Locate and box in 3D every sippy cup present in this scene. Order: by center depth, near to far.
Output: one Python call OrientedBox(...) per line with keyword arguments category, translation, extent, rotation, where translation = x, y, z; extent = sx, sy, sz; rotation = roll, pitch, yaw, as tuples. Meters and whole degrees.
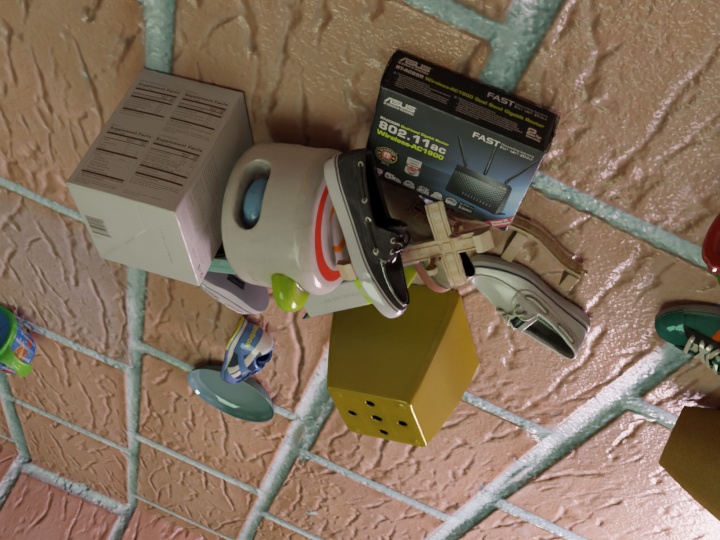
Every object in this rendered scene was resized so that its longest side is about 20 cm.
OrientedBox(category="sippy cup", translation=(-0.796, 0.163, 1.978), extent=(0.137, 0.181, 0.131), rotation=(-16, 151, 6))

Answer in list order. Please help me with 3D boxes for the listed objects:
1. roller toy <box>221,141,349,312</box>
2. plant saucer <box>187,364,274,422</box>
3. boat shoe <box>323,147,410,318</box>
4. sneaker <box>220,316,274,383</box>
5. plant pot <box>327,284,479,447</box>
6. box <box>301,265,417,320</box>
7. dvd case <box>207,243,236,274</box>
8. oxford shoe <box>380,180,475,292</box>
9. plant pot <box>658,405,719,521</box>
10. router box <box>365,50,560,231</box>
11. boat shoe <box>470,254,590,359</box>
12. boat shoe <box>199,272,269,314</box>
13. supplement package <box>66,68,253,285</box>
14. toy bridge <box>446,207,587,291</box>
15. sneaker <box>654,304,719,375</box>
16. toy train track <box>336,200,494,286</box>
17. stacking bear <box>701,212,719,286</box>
OrientedBox(category="roller toy", translation=(-0.089, -0.069, 1.133), extent=(0.137, 0.200, 0.186), rotation=(8, 122, 21))
OrientedBox(category="plant saucer", translation=(-0.265, 0.252, 1.851), extent=(0.196, 0.028, 0.202), rotation=(16, 147, 11))
OrientedBox(category="boat shoe", translation=(0.023, -0.046, 1.030), extent=(0.065, 0.070, 0.204), rotation=(-18, 94, 28))
OrientedBox(category="sneaker", translation=(-0.208, 0.163, 1.645), extent=(0.081, 0.075, 0.201), rotation=(22, 149, -2))
OrientedBox(category="plant pot", translation=(0.053, 0.150, 1.360), extent=(0.196, 0.179, 0.201), rotation=(7, 145, 23))
OrientedBox(category="box", translation=(0.000, 0.000, 1.227), extent=(0.198, 0.122, 0.048), rotation=(-15, 120, 43))
OrientedBox(category="dvd case", translation=(-0.181, -0.031, 1.259), extent=(0.143, 0.199, 0.023), rotation=(6, 104, 26))
OrientedBox(category="oxford shoe", translation=(0.076, -0.064, 1.115), extent=(0.201, 0.071, 0.074), rotation=(49, 149, -15))
OrientedBox(category="plant pot", translation=(0.534, 0.281, 1.262), extent=(0.197, 0.187, 0.188), rotation=(25, 151, 23))
OrientedBox(category="router box", translation=(0.107, -0.143, 1.010), extent=(0.197, 0.063, 0.151), rotation=(22, 147, 4))
OrientedBox(category="boat shoe", translation=(0.226, 0.050, 1.208), extent=(0.197, 0.068, 0.074), rotation=(28, 147, -6))
OrientedBox(category="boat shoe", translation=(-0.237, 0.012, 1.444), extent=(0.065, 0.074, 0.200), rotation=(-18, 128, 41))
OrientedBox(category="supplement package", translation=(-0.243, -0.120, 1.137), extent=(0.148, 0.202, 0.153), rotation=(15, 147, 12))
OrientedBox(category="toy bridge", translation=(0.200, -0.038, 1.134), extent=(0.197, 0.028, 0.068), rotation=(25, 147, 1))
OrientedBox(category="sneaker", translation=(0.466, 0.104, 1.117), extent=(0.196, 0.081, 0.072), rotation=(15, 147, 14))
OrientedBox(category="toy train track", translation=(0.063, -0.015, 1.075), extent=(0.196, 0.033, 0.116), rotation=(-12, 118, 19))
OrientedBox(category="stacking bear", translation=(0.440, 0.007, 0.973), extent=(0.120, 0.115, 0.201), rotation=(18, 160, 26))
